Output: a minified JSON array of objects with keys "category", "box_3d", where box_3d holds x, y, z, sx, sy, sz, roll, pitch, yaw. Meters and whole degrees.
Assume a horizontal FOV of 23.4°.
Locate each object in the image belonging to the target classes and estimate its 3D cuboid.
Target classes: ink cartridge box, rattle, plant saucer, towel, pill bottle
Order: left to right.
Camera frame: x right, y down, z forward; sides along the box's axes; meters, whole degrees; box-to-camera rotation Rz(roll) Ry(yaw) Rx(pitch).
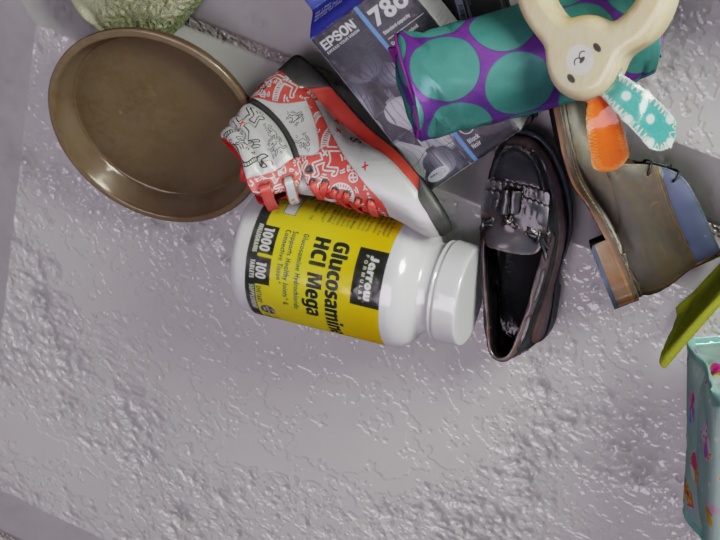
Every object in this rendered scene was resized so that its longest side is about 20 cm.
[{"category":"towel","box_3d":[-0.181,-0.275,1.443,0.148,0.037,0.200,46,126,-6]},{"category":"plant saucer","box_3d":[-0.174,-0.129,1.506,0.199,0.030,0.201,11,132,12]},{"category":"pill bottle","box_3d":[0.000,0.000,1.464,0.199,0.113,0.113,12,122,19]},{"category":"ink cartridge box","box_3d":[0.035,-0.169,1.374,0.099,0.039,0.200,-34,101,31]},{"category":"rattle","box_3d":[0.149,-0.169,1.174,0.129,0.143,0.202,4,93,16]},{"category":"towel","box_3d":[0.292,-0.012,1.333,0.018,0.086,0.200,36,127,3]}]

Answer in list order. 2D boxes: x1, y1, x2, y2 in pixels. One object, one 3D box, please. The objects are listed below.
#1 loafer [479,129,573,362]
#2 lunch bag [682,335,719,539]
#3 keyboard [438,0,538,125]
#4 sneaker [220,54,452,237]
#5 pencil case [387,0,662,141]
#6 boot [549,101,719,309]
[{"category":"loafer","box_3d":[0.130,-0.014,1.416,0.071,0.063,0.201,16,127,26]},{"category":"lunch bag","box_3d":[0.361,0.139,1.363,0.198,0.122,0.172,-4,115,-3]},{"category":"keyboard","box_3d":[0.061,-0.197,1.383,0.126,0.021,0.201,-8,112,23]},{"category":"sneaker","box_3d":[-0.025,-0.072,1.417,0.108,0.067,0.201,-43,75,-5]},{"category":"pencil case","box_3d":[0.124,-0.163,1.294,0.199,0.093,0.085,-16,136,3]},{"category":"boot","box_3d":[0.211,-0.078,1.364,0.096,0.075,0.201,-18,102,8]}]
